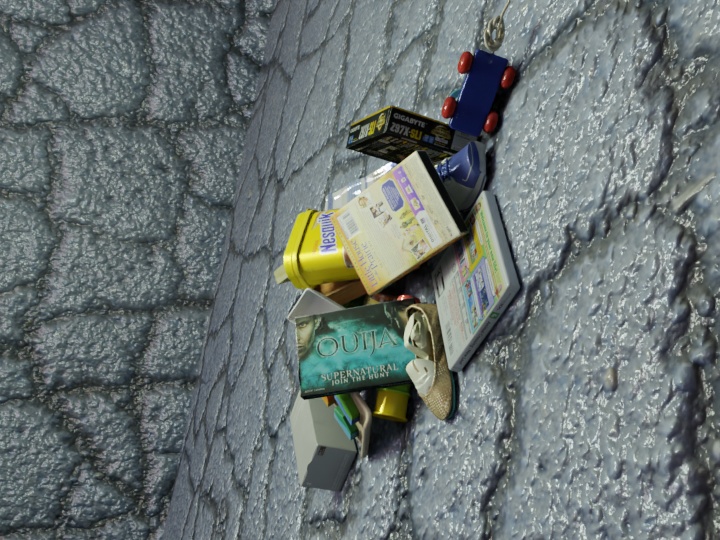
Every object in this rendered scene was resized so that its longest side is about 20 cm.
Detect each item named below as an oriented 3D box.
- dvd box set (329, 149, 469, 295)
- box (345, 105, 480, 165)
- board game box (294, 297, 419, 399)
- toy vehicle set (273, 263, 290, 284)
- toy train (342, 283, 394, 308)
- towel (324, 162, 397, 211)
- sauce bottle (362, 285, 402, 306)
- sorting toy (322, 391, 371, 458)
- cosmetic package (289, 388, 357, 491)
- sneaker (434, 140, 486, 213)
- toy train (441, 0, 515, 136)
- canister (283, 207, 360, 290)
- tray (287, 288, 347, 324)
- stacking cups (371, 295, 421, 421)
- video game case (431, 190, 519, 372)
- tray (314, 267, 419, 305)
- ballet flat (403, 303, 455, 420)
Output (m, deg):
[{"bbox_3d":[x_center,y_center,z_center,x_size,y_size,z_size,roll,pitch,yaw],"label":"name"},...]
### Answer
[{"bbox_3d":[0.055,-0.070,1.344,0.200,0.029,0.147,-36,76,35],"label":"dvd box set"},{"bbox_3d":[0.081,-0.212,1.440,0.200,0.159,0.049,-179,101,-72],"label":"box"},{"bbox_3d":[-0.003,0.124,1.391,0.028,0.200,0.136,59,-158,-66],"label":"board game box"},{"bbox_3d":[-0.055,-0.021,1.659,0.124,0.200,0.027,-30,76,66],"label":"toy vehicle set"},{"bbox_3d":[-0.020,0.057,1.562,0.200,0.056,0.042,-36,30,-9],"label":"toy train"},{"bbox_3d":[0.005,-0.123,1.664,0.200,0.024,0.147,-24,47,34],"label":"towel"},{"bbox_3d":[0.016,0.122,1.554,0.066,0.066,0.200,-118,43,-63],"label":"sauce bottle"},{"bbox_3d":[-0.039,0.208,1.481,0.200,0.036,0.185,58,164,24],"label":"sorting toy"},{"bbox_3d":[-0.074,0.309,1.658,0.200,0.090,0.107,-111,37,-55],"label":"cosmetic package"},{"bbox_3d":[0.108,-0.126,1.369,0.199,0.115,0.081,130,147,-53],"label":"sneaker"},{"bbox_3d":[0.188,-0.314,1.338,0.116,0.084,0.200,-90,18,-72],"label":"toy train"},{"bbox_3d":[-0.015,-0.048,1.492,0.200,0.087,0.149,-8,45,25],"label":"canister"},{"bbox_3d":[-0.020,0.101,1.488,0.107,0.200,0.022,-54,7,50],"label":"tray"},{"bbox_3d":[0.067,0.142,1.417,0.060,0.060,0.200,151,135,-66],"label":"stacking cups"},{"bbox_3d":[0.161,0.015,1.265,0.200,0.022,0.182,-95,25,-46],"label":"video game case"},{"bbox_3d":[0.000,0.000,1.532,0.200,0.037,0.099,-25,35,8],"label":"tray"},{"bbox_3d":[0.096,0.132,1.305,0.071,0.065,0.200,-56,28,40],"label":"ballet flat"}]
